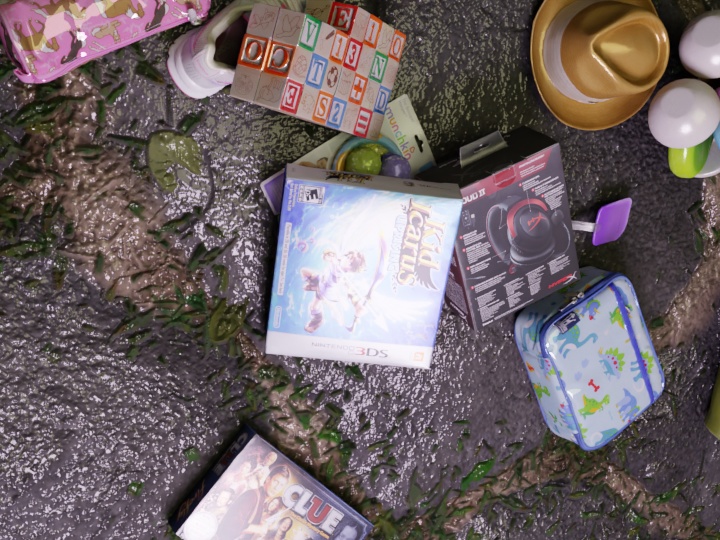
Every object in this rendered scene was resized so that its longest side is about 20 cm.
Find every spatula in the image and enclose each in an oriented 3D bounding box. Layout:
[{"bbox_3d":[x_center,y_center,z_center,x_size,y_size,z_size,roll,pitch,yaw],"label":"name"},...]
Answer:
[{"bbox_3d":[0.250,-0.054,1.179,0.198,0.021,0.057,-6,119,-20],"label":"spatula"}]

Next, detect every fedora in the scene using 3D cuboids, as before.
[{"bbox_3d":[0.294,-0.257,1.125,0.199,0.082,0.203,-5,102,-24],"label":"fedora"}]

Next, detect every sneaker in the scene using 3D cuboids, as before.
[{"bbox_3d":[-0.092,-0.239,0.941,0.200,0.088,0.082,-44,115,-13],"label":"sneaker"}]

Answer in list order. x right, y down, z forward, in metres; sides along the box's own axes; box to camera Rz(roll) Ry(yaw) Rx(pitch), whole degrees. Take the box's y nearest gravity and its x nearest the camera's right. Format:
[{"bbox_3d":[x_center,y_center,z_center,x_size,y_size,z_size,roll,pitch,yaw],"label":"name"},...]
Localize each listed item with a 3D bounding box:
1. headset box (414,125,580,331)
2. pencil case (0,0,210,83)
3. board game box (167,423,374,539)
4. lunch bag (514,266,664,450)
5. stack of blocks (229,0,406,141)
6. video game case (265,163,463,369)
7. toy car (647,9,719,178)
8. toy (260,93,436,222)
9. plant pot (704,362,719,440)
[{"bbox_3d":[0.155,-0.056,1.078,0.148,0.075,0.201,-26,122,-13],"label":"headset box"},{"bbox_3d":[-0.234,-0.241,0.879,0.199,0.087,0.083,-27,142,-18],"label":"pencil case"},{"bbox_3d":[-0.096,0.283,1.077,0.200,0.035,0.136,43,81,-26],"label":"board game box"},{"bbox_3d":[0.289,0.106,1.201,0.160,0.082,0.201,-31,113,-20],"label":"lunch bag"},{"bbox_3d":[-0.035,-0.201,0.932,0.200,0.058,0.116,2,105,-63],"label":"stack of blocks"},{"bbox_3d":[0.000,0.000,1.000,0.180,0.046,0.202,6,115,-7],"label":"video game case"},{"bbox_3d":[0.446,-0.197,1.150,0.175,0.149,0.201,27,88,-57],"label":"toy car"},{"bbox_3d":[0.002,-0.092,1.040,0.199,0.047,0.116,-33,114,-16],"label":"toy"},{"bbox_3d":[0.562,0.154,1.293,0.199,0.200,0.194,17,105,-27],"label":"plant pot"}]
